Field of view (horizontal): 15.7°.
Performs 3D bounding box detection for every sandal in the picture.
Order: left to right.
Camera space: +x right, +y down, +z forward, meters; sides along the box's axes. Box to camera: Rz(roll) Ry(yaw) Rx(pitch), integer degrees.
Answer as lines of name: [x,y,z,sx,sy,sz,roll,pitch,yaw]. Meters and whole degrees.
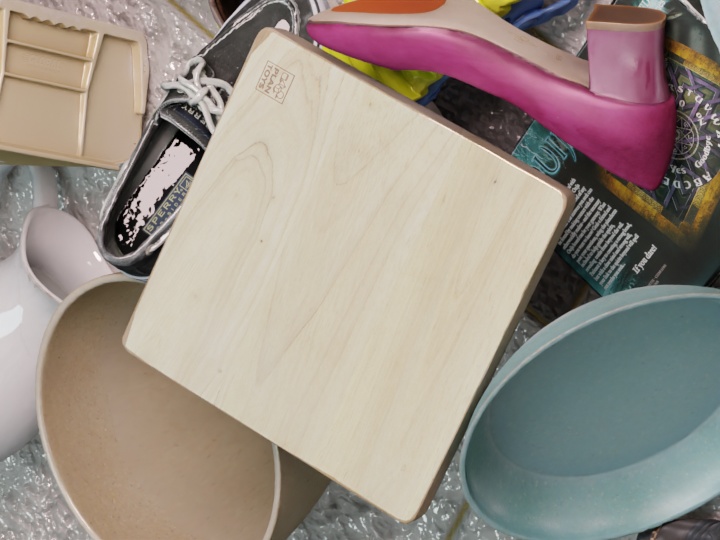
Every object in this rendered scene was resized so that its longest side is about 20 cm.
sandal: [0.058,-0.142,1.454,0.200,0.087,0.080,-32,71,40]

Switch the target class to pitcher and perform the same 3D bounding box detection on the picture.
pitcher: [-0.253,0.030,1.775,0.200,0.121,0.172,-42,56,30]

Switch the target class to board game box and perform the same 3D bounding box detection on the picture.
board game box: [0.160,-0.063,1.404,0.135,0.028,0.200,45,140,10]

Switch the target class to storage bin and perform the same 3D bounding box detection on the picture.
storage bin: [-0.268,-0.120,1.663,0.199,0.198,0.094,3,87,34]

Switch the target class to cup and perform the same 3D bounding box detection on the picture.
cup: [-0.082,0.081,1.616,0.200,0.143,0.201,14,113,35]

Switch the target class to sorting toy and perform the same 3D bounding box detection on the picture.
sorting toy: [0.000,0.000,1.431,0.198,0.070,0.201,30,105,19]

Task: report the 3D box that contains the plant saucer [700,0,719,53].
plant saucer: [0.262,-0.162,1.282,0.200,0.039,0.202,-9,75,33]

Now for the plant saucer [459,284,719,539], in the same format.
plant saucer: [0.143,0.071,1.411,0.200,0.199,0.036,-60,36,36]

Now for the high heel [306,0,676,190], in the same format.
high heel: [0.066,-0.092,1.370,0.199,0.067,0.097,7,115,23]

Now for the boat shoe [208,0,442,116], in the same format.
boat shoe: [-0.015,-0.103,1.551,0.200,0.059,0.072,52,130,14]

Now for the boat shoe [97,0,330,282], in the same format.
boat shoe: [-0.088,-0.086,1.499,0.074,0.068,0.200,38,92,18]

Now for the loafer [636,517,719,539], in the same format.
loafer: [0.196,0.237,1.492,0.072,0.073,0.201,6,99,48]
